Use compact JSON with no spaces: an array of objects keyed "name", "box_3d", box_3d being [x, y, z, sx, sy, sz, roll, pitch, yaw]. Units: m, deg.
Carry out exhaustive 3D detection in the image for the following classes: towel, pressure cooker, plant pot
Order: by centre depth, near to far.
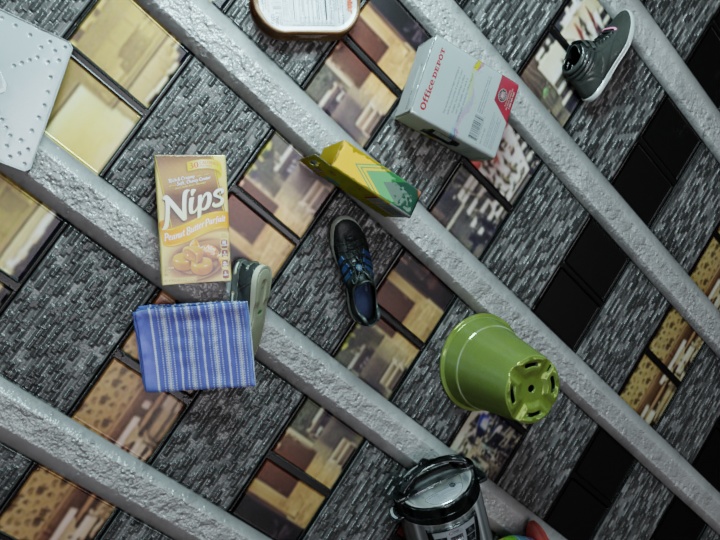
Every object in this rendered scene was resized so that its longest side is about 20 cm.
[{"name":"towel","box_3d":[-0.275,0.128,0.941,0.191,0.024,0.151,-4,99,3]},{"name":"pressure cooker","box_3d":[0.154,0.461,1.093,0.175,0.174,0.207,-31,109,-54]},{"name":"plant pot","box_3d":[0.281,0.202,1.100,0.192,0.189,0.209,-2,96,-20]}]

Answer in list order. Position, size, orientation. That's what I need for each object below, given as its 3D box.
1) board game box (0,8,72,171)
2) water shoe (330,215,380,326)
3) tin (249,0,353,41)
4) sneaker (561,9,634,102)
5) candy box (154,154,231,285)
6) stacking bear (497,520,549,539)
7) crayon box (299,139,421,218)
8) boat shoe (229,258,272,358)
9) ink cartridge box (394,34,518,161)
[{"name":"board game box","box_3d":[-0.551,-0.279,0.829,0.194,0.026,0.207,20,88,-20]},{"name":"water shoe","box_3d":[0.000,0.000,1.033,0.069,0.079,0.207,-19,102,-17]},{"name":"tin","box_3d":[-0.092,-0.457,0.972,0.193,0.042,0.117,-8,103,-19]},{"name":"sneaker","box_3d":[0.486,-0.462,1.163,0.097,0.070,0.205,28,90,-25]},{"name":"candy box","box_3d":[-0.275,-0.084,0.935,0.111,0.055,0.209,-4,97,-19]},{"name":"stacking bear","box_3d":[0.305,0.622,1.203,0.192,0.113,0.127,-1,96,-15]},{"name":"crayon box","box_3d":[-0.003,-0.163,0.989,0.196,0.126,0.052,30,86,-21]},{"name":"boat shoe","box_3d":[-0.205,0.084,0.985,0.065,0.072,0.208,14,99,16]},{"name":"ink cartridge box","box_3d":[0.179,-0.316,1.061,0.194,0.082,0.151,22,89,-21]}]
